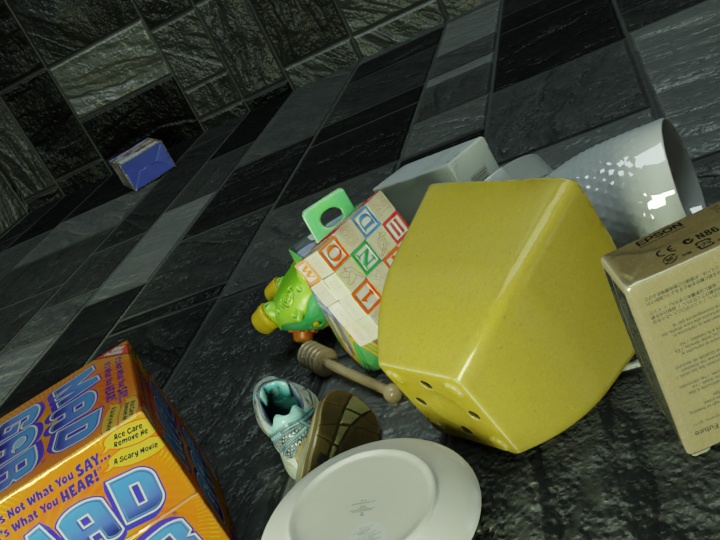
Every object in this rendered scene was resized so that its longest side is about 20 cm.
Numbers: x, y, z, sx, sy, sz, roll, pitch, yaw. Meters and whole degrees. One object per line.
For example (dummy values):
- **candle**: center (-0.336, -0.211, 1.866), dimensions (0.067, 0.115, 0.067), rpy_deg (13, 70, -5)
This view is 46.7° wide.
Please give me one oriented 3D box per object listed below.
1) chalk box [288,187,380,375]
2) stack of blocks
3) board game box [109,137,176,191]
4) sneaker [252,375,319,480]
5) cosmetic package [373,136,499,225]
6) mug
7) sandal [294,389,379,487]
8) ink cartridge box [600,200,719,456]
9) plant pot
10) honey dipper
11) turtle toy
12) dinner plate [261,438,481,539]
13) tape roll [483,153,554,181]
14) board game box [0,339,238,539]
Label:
- **chalk box**: center (0.000, 0.000, 1.033), dimensions (0.124, 0.202, 0.124), rpy_deg (-32, 23, -11)
- **stack of blocks**: center (0.037, 0.030, 0.919), dimensions (0.115, 0.201, 0.058), rpy_deg (-45, 9, -32)
- **board game box**: center (-0.717, -0.350, 2.735), dimensions (0.159, 0.098, 0.199), rpy_deg (-35, 23, -15)
- **sneaker**: center (-0.087, 0.153, 0.961), dimensions (0.077, 0.087, 0.200), rpy_deg (-32, 23, -12)
- **cosmetic package**: center (0.118, -0.107, 1.200), dimensions (0.081, 0.114, 0.199), rpy_deg (-39, 16, -26)
- **mug**: center (0.276, -0.043, 0.910), dimensions (0.174, 0.147, 0.203), rpy_deg (-20, 54, 32)
- **sandal**: center (-0.036, 0.198, 0.842), dimensions (0.054, 0.080, 0.201), rpy_deg (-37, 19, 34)
- **ink cartridge box**: center (0.314, 0.027, 0.658), dimensions (0.198, 0.166, 0.075), rpy_deg (-25, 20, 7)
- **plant pot**: center (0.130, 0.055, 0.803), dimensions (0.193, 0.196, 0.201), rpy_deg (5, 53, 52)
- **honey dipper**: center (-0.014, 0.125, 1.006), dimensions (0.038, 0.038, 0.199), rpy_deg (-37, 27, -22)
- **turtle toy**: center (-0.064, 0.024, 1.183), dimensions (0.146, 0.101, 0.201), rpy_deg (-45, 12, 25)
- **dinner plate**: center (0.003, 0.203, 0.696), dimensions (0.197, 0.025, 0.201), rpy_deg (-18, 26, 9)
- **tape roll**: center (0.159, -0.056, 1.020), dimensions (0.202, 0.037, 0.203), rpy_deg (-37, -18, -14)
- **board game box**: center (-0.265, 0.234, 0.851), dimensions (0.199, 0.202, 0.200), rpy_deg (-32, 22, -9)
